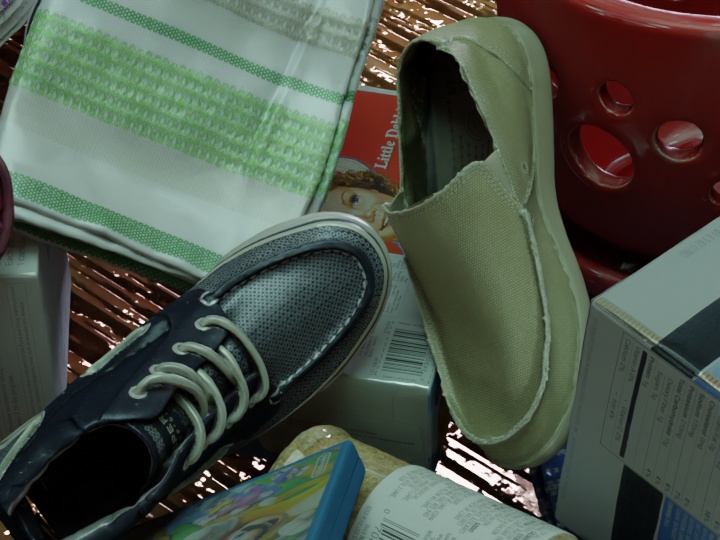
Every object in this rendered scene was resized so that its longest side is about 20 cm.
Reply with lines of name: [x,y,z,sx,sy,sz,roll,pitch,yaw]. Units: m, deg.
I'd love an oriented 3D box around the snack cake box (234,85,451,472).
snack cake box: [0.000,0.000,1.019,0.114,0.067,0.200,9,45,12]

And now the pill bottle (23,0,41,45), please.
pill bottle: [-0.107,-0.101,1.063,0.110,0.112,0.200,-13,21,-12]

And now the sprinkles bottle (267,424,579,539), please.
sprinkles bottle: [0.051,0.126,0.867,0.199,0.068,0.068,22,48,32]

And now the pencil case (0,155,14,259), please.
pencil case: [-0.235,-0.054,0.905,0.200,0.087,0.083,30,66,34]

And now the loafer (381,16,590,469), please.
loafer: [0.047,-0.014,0.914,0.068,0.076,0.201,7,69,-42]

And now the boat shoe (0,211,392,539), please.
boat shoe: [-0.065,0.051,0.873,0.200,0.075,0.093,-39,10,-3]

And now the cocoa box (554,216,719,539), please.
cocoa box: [0.199,0.050,0.889,0.200,0.134,0.131,-30,52,-31]

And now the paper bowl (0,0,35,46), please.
paper bowl: [-0.266,-0.165,1.161,0.199,0.105,0.201,-5,45,5]

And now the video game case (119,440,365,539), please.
video game case: [-0.098,0.129,0.819,0.199,0.018,0.143,-23,11,12]

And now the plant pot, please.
plant pot: [0.161,-0.088,1.014,0.199,0.183,0.201,0,36,0]

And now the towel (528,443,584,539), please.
towel: [0.147,0.087,0.957,0.144,0.024,0.201,-7,44,-7]

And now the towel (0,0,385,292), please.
towel: [-0.070,-0.094,0.942,0.149,0.031,0.201,20,78,-12]

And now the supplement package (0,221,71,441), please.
supplement package: [-0.238,0.010,0.981,0.199,0.110,0.114,-4,43,-3]
